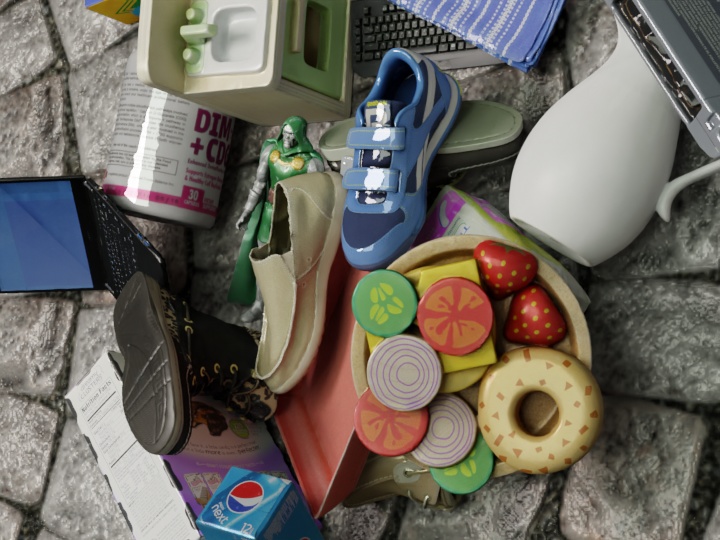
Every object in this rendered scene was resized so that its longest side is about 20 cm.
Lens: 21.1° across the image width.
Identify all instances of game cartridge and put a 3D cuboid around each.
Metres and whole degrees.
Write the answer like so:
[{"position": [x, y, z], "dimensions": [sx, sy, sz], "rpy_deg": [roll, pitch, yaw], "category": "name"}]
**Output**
[{"position": [0.284, -0.182, 1.547], "dimensions": [0.201, 0.132, 0.042], "rpy_deg": [62, 141, 23], "category": "game cartridge"}]

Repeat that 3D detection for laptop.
[{"position": [-0.270, 0.006, 1.831], "dimensions": [0.103, 0.178, 0.200], "rpy_deg": [-32, 59, -20], "category": "laptop"}]

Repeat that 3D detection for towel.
[{"position": [0.106, -0.277, 1.716], "dimensions": [0.199, 0.024, 0.146], "rpy_deg": [31, 100, 32], "category": "towel"}]

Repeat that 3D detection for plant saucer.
[{"position": [-0.014, 0.082, 1.675], "dimensions": [0.200, 0.036, 0.201], "rpy_deg": [-117, 45, -57], "category": "plant saucer"}]

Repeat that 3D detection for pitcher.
[{"position": [0.228, -0.096, 1.586], "dimensions": [0.171, 0.121, 0.201], "rpy_deg": [31, 88, 19], "category": "pitcher"}]

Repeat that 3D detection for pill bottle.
[{"position": [-0.176, -0.148, 1.845], "dimensions": [0.113, 0.113, 0.202], "rpy_deg": [9, 88, 33], "category": "pill bottle"}]

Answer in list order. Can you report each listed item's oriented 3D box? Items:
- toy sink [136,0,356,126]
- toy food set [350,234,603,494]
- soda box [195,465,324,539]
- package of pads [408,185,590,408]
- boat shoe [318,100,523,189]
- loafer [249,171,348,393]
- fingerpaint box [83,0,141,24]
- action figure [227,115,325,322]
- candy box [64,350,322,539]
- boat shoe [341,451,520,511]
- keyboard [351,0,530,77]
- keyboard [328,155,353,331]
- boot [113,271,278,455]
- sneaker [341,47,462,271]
[{"position": [-0.096, -0.217, 1.754], "dimensions": [0.111, 0.199, 0.132], "rpy_deg": [-2, 80, 32], "category": "toy sink"}, {"position": [0.084, 0.073, 1.518], "dimensions": [0.196, 0.049, 0.202], "rpy_deg": [-12, 94, 11], "category": "toy food set"}, {"position": [-0.065, 0.259, 1.659], "dimensions": [0.067, 0.201, 0.064], "rpy_deg": [10, 51, 34], "category": "soda box"}, {"position": [0.096, 0.032, 1.630], "dimensions": [0.155, 0.068, 0.200], "rpy_deg": [-57, 34, 11], "category": "package of pads"}, {"position": [0.060, -0.105, 1.719], "dimensions": [0.200, 0.061, 0.072], "rpy_deg": [-2, 36, 31], "category": "boat shoe"}, {"position": [-0.066, 0.007, 1.698], "dimensions": [0.076, 0.068, 0.202], "rpy_deg": [-162, 84, -67], "category": "loafer"}, {"position": [-0.201, -0.369, 1.921], "dimensions": [0.166, 0.073, 0.202], "rpy_deg": [-15, 74, 30], "category": "fingerpaint box"}, {"position": [-0.070, -0.044, 1.762], "dimensions": [0.117, 0.055, 0.202], "rpy_deg": [15, 111, 22], "category": "action figure"}, {"position": [-0.150, 0.173, 1.742], "dimensions": [0.072, 0.167, 0.201], "rpy_deg": [-45, 61, 26], "category": "candy box"}, {"position": [0.063, 0.174, 1.668], "dimensions": [0.199, 0.072, 0.066], "rpy_deg": [-23, 69, 22], "category": "boat shoe"}, {"position": [0.077, -0.245, 1.755], "dimensions": [0.198, 0.021, 0.128], "rpy_deg": [-3, 81, 31], "category": "keyboard"}, {"position": [0.000, 0.000, 1.732], "dimensions": [0.056, 0.011, 0.202], "rpy_deg": [14, 108, 32], "category": "keyboard"}, {"position": [-0.137, 0.098, 1.710], "dimensions": [0.073, 0.150, 0.201], "rpy_deg": [-50, 36, 23], "category": "boot"}, {"position": [0.021, -0.097, 1.634], "dimensions": [0.073, 0.082, 0.202], "rpy_deg": [4, 66, 30], "category": "sneaker"}]
